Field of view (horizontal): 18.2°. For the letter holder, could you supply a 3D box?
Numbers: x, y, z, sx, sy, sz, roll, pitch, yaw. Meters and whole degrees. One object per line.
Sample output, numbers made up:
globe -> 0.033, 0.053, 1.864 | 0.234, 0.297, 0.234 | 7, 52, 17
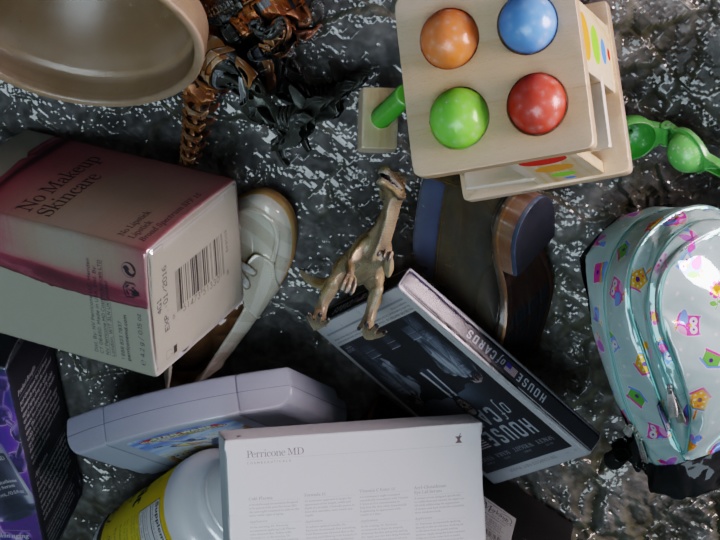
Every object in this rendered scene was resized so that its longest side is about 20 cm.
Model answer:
letter holder -> 0.048, 0.225, 1.825 | 0.199, 0.101, 0.142 | 34, 123, -9

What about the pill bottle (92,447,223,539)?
pill bottle -> -0.127, 0.210, 1.815 | 0.111, 0.112, 0.200 | 41, 138, -13

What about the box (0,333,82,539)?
box -> -0.325, 0.132, 1.845 | 0.147, 0.105, 0.201 | -1, 121, 13

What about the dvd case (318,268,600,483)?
dvd case -> 0.073, 0.085, 1.735 | 0.200, 0.025, 0.150 | 42, 152, -11

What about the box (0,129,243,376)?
box -> -0.204, -0.017, 1.685 | 0.199, 0.128, 0.110 | 14, 124, 25

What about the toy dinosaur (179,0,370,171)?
toy dinosaur -> -0.074, -0.154, 1.647 | 0.136, 0.102, 0.200 | 39, 141, 5

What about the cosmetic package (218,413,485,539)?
cosmetic package -> -0.005, 0.192, 1.706 | 0.198, 0.052, 0.152 | -3, 97, -10

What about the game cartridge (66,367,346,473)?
game cartridge -> -0.125, 0.121, 1.791 | 0.199, 0.133, 0.042 | -14, 76, 20

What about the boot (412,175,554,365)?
boot -> 0.091, 0.001, 1.716 | 0.097, 0.075, 0.201 | 29, 138, 25

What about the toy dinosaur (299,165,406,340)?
toy dinosaur -> 0.000, 0.000, 1.669 | 0.058, 0.102, 0.200 | 22, 148, -10

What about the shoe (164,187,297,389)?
shoe -> -0.106, 0.023, 1.763 | 0.070, 0.053, 0.201 | 27, 122, -4

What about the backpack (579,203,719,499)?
backpack -> 0.247, 0.047, 1.634 | 0.126, 0.166, 0.201 | 4, 120, 57

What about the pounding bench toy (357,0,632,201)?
pounding bench toy -> 0.070, -0.121, 1.555 | 0.199, 0.156, 0.125 | -9, 82, 17

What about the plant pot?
plant pot -> -0.201, -0.207, 1.604 | 0.199, 0.093, 0.201 | 8, 153, 4

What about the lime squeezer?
lime squeezer -> 0.216, -0.082, 1.618 | 0.199, 0.071, 0.038 | 11, 122, 15
